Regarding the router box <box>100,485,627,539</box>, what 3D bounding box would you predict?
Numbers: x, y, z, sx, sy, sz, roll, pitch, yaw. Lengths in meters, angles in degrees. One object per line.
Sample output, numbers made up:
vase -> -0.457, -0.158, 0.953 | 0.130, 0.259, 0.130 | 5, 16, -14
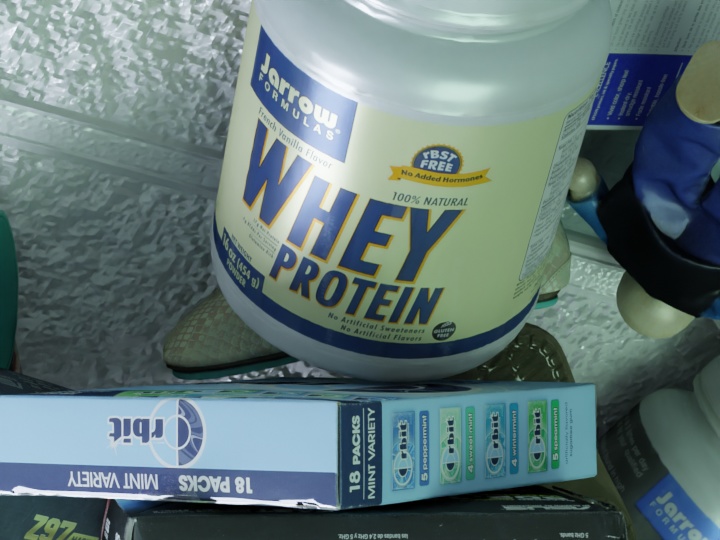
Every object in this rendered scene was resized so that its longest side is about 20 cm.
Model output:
router box -> -0.004, 0.122, 1.052 | 0.200, 0.150, 0.062 | 0, 90, -9

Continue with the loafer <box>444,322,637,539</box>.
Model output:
loafer -> 0.082, 0.104, 1.235 | 0.076, 0.067, 0.200 | -20, 117, -16

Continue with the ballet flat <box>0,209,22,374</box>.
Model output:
ballet flat -> -0.183, 0.051, 1.138 | 0.064, 0.076, 0.200 | 10, 129, 13

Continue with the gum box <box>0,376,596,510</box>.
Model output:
gum box -> -0.023, 0.069, 1.068 | 0.170, 0.045, 0.200 | 0, 180, 34

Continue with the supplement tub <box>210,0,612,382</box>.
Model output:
supplement tub -> 0.021, -0.069, 1.052 | 0.145, 0.145, 0.200 | -4, 132, -20

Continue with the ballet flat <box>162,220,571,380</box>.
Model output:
ballet flat -> 0.000, 0.000, 1.181 | 0.200, 0.067, 0.062 | -12, 105, -17

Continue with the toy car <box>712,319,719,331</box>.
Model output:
toy car -> 0.277, -0.005, 1.217 | 0.150, 0.175, 0.200 | -52, 177, -26

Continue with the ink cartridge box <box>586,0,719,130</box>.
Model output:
ink cartridge box -> 0.156, -0.107, 1.153 | 0.200, 0.037, 0.095 | -2, 132, -25

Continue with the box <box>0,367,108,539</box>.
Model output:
box -> -0.151, 0.128, 1.129 | 0.200, 0.051, 0.158 | 24, 97, -55

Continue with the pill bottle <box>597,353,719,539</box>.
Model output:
pill bottle -> 0.156, 0.133, 1.319 | 0.200, 0.114, 0.114 | -45, 132, 19

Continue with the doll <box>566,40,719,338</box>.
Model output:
doll -> 0.154, -0.019, 1.156 | 0.048, 0.136, 0.200 | -52, 171, -27
